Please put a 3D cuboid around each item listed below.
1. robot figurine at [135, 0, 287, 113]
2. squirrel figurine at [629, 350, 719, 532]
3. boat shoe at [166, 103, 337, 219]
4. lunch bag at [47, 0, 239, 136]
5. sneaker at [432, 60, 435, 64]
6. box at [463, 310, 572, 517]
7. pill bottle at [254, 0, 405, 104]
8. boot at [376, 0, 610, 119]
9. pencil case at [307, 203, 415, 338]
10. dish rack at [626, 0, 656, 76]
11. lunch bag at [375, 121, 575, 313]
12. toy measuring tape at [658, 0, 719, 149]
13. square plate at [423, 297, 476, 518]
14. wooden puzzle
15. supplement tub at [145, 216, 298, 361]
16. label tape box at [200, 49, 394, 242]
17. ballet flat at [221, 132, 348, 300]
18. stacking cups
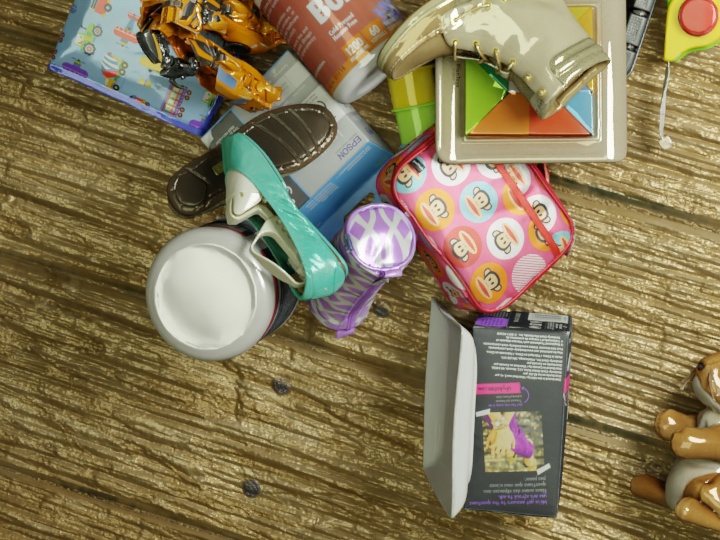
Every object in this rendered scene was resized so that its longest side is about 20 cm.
[{"bbox_3d":[-0.156,-0.250,1.625,0.058,0.199,0.147,-8,67,33],"label":"robot figurine"},{"bbox_3d":[0.411,0.183,1.669,0.198,0.142,0.189,17,90,-6],"label":"squirrel figurine"},{"bbox_3d":[-0.118,-0.117,1.683,0.198,0.076,0.072,-25,82,-9],"label":"boat shoe"},{"bbox_3d":[-0.220,-0.250,1.736,0.199,0.094,0.152,26,99,5],"label":"lunch bag"},{"bbox_3d":[0.141,-0.209,1.676,0.199,0.080,0.072,31,110,8],"label":"sneaker"},{"bbox_3d":[0.172,0.152,1.698,0.105,0.122,0.202,4,98,9],"label":"box"},{"bbox_3d":[-0.042,-0.283,1.642,0.112,0.112,0.200,-41,85,13],"label":"pill bottle"},{"bbox_3d":[0.131,-0.210,1.559,0.199,0.073,0.156,-32,79,-5],"label":"boot"},{"bbox_3d":[0.000,0.000,1.676,0.083,0.200,0.086,-17,76,-20],"label":"pencil case"},{"bbox_3d":[0.216,-0.298,1.653,0.198,0.055,0.155,18,99,-1],"label":"dish rack"},{"bbox_3d":[0.132,-0.073,1.675,0.176,0.082,0.201,-40,103,-13],"label":"lunch bag"},{"bbox_3d":[0.352,-0.227,1.644,0.073,0.074,0.202,4,98,10],"label":"toy measuring tape"},{"bbox_3d":[0.096,0.142,1.678,0.028,0.200,0.200,2,98,-7],"label":"square plate"},{"bbox_3d":[0.175,-0.203,1.606,0.198,0.037,0.187,0,85,1],"label":"wooden puzzle"},{"bbox_3d":[-0.141,0.014,1.700,0.139,0.200,0.142,1,97,11],"label":"supplement tub"},{"bbox_3d":[-0.057,-0.123,1.737,0.143,0.066,0.200,-43,86,13],"label":"label tape box"},{"bbox_3d":[-0.094,-0.052,1.591,0.201,0.070,0.067,52,147,8],"label":"ballet flat"},{"bbox_3d":[0.068,-0.121,1.717,0.060,0.061,0.202,-7,97,11],"label":"stacking cups"}]
